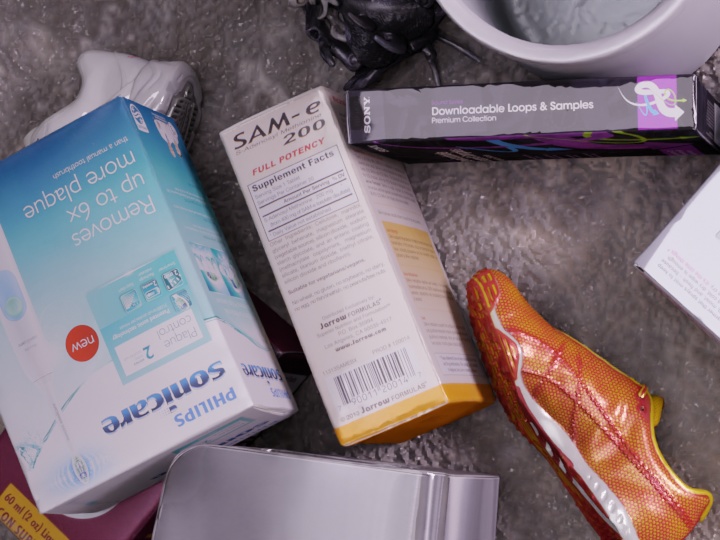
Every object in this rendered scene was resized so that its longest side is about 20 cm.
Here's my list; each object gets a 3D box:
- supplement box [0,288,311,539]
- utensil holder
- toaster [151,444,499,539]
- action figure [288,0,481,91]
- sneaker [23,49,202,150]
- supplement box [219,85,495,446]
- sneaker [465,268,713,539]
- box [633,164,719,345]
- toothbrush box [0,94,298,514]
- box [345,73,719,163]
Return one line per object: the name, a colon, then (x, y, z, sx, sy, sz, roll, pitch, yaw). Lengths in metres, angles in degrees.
supplement box: (-0.134, 0.092, 1.365, 0.110, 0.086, 0.200, 41, 97, 14)
utensil holder: (0.133, -0.187, 1.251, 0.169, 0.200, 0.171, -1, 86, 16)
toaster: (-0.011, 0.167, 1.278, 0.199, 0.181, 0.119, 6, 87, 16)
action figure: (-0.013, -0.186, 1.334, 0.119, 0.200, 0.102, -36, 38, 34)
sneaker: (-0.176, -0.047, 1.399, 0.099, 0.078, 0.201, 20, 83, 22)
supplement box: (0.000, 0.000, 1.314, 0.073, 0.126, 0.201, -24, 80, 14)
sneaker: (0.132, 0.079, 1.313, 0.077, 0.073, 0.200, -34, 82, -12)
box: (0.289, 0.000, 1.250, 0.200, 0.097, 0.177, 42, 98, 13)
toothbrush box: (-0.147, 0.023, 1.285, 0.146, 0.085, 0.201, -26, 78, 13)
box: (0.104, -0.085, 1.282, 0.199, 0.143, 0.036, 0, 88, 16)
